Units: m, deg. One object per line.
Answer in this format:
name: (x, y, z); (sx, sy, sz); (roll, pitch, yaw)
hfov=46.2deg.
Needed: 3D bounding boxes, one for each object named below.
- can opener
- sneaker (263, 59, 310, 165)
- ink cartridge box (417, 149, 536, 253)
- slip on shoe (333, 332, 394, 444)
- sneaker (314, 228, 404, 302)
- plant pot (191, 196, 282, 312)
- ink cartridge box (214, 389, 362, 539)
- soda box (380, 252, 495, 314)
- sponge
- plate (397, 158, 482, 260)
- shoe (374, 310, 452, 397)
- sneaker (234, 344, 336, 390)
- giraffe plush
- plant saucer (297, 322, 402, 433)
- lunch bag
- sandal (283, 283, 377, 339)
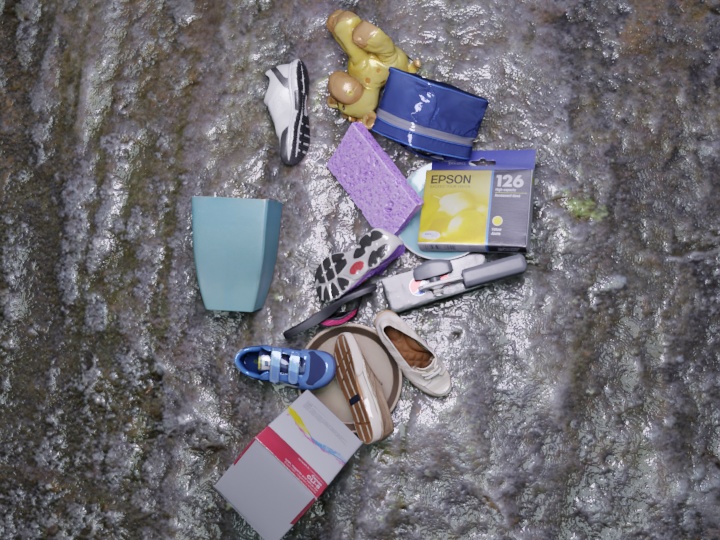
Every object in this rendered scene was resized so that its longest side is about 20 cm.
can opener: (0.191, 0.001, 1.479); (0.197, 0.053, 0.067); (-11, 83, 3)
sneaker: (-0.142, -0.296, 1.602); (0.079, 0.074, 0.203); (-3, 79, 19)
ink cartridge box: (0.209, -0.132, 1.505); (0.195, 0.047, 0.203); (1, 73, 19)
slip on shoe: (0.008, 0.207, 1.511); (0.060, 0.076, 0.202); (-9, 71, -35)
sneaker: (0.000, 0.000, 1.535); (0.199, 0.083, 0.082); (-30, 64, 29)
plant pot: (-0.228, -0.029, 1.544); (0.139, 0.141, 0.203); (3, 92, 5)
ink cartridge box: (-0.118, 0.332, 1.447); (0.144, 0.200, 0.146); (42, 118, 6)
soda box: (0.140, 0.021, 1.540); (0.197, 0.063, 0.072); (-17, 83, 2)
sponge: (0.023, -0.160, 1.541); (0.201, 0.030, 0.112); (53, 132, 16)
plate: (0.157, -0.110, 1.550); (0.197, 0.026, 0.203); (-6, 68, 16)
shoe: (0.096, 0.157, 1.507); (0.070, 0.053, 0.200); (-42, 105, -1)
sneaker: (-0.139, 0.173, 1.519); (0.197, 0.082, 0.075); (1, 79, 24)
giraffe plush: (0.000, -0.361, 1.563); (0.199, 0.173, 0.163); (29, 99, -27)
plant saucer: (-0.020, 0.198, 1.555); (0.197, 0.029, 0.203); (0, 85, 5)
lunch bag: (0.125, -0.268, 1.503); (0.136, 0.198, 0.134); (35, 112, 44)
sandal: (-0.049, 0.084, 1.551); (0.199, 0.075, 0.045); (-31, 89, 9)
